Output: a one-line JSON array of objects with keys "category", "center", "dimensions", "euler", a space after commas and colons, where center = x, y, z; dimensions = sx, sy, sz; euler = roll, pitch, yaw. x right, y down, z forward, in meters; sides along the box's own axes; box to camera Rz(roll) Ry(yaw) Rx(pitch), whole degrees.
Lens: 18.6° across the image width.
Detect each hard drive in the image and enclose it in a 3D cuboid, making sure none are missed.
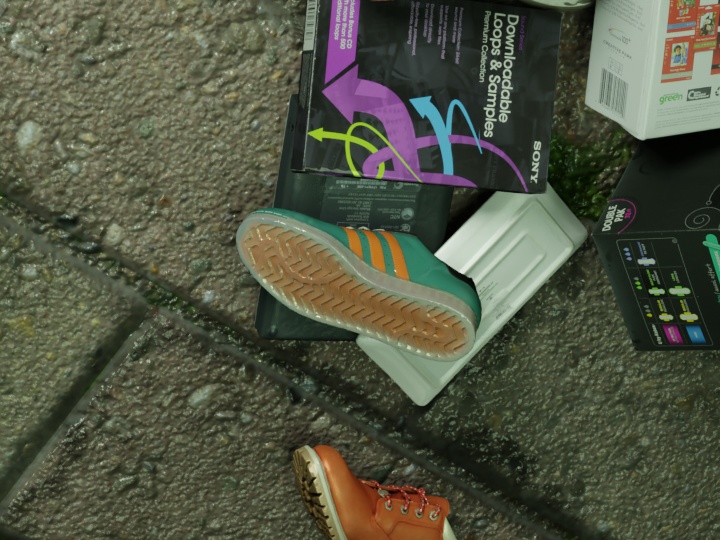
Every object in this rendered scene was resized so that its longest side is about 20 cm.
[{"category": "hard drive", "center": [0.000, -0.037, 1.725], "dimensions": [0.139, 0.033, 0.200], "euler": [2, 115, -19]}]

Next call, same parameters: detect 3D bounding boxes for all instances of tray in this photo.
[{"category": "tray", "center": [0.095, 0.016, 1.763], "dimensions": [0.200, 0.022, 0.107], "euler": [-46, 131, -2]}]

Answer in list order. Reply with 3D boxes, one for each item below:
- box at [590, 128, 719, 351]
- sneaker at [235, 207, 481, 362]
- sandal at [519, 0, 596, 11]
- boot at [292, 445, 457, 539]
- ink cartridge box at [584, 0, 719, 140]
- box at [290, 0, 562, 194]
[{"category": "box", "center": [0.306, -0.028, 1.710], "dimensions": [0.200, 0.149, 0.124], "euler": [-2, 127, 34]}, {"category": "sneaker", "center": [0.000, 0.000, 1.692], "dimensions": [0.200, 0.080, 0.071], "euler": [26, 123, -7]}, {"category": "sandal", "center": [0.118, -0.245, 1.643], "dimensions": [0.200, 0.055, 0.082], "euler": [24, 107, -30]}, {"category": "boot", "center": [0.015, 0.200, 1.834], "dimensions": [0.107, 0.075, 0.200], "euler": [-32, 129, -4]}, {"category": "ink cartridge box", "center": [0.284, -0.206, 1.682], "dimensions": [0.200, 0.084, 0.176], "euler": [-9, 119, -26]}, {"category": "box", "center": [0.052, -0.136, 1.663], "dimensions": [0.200, 0.036, 0.143], "euler": [4, 92, -21]}]
